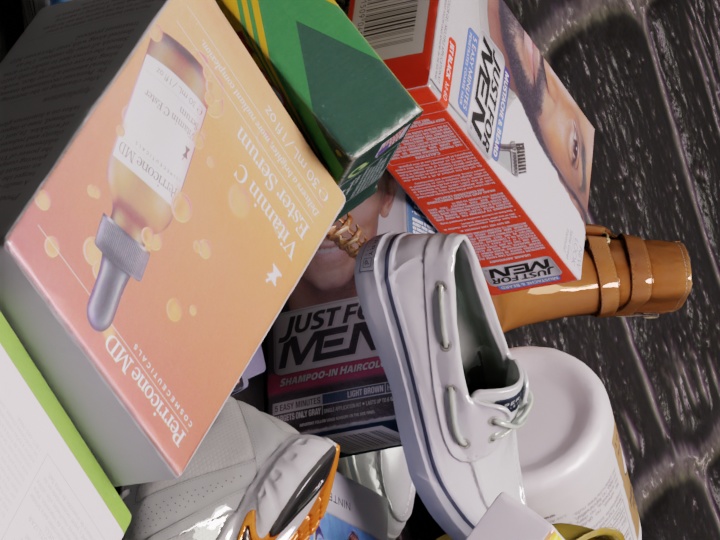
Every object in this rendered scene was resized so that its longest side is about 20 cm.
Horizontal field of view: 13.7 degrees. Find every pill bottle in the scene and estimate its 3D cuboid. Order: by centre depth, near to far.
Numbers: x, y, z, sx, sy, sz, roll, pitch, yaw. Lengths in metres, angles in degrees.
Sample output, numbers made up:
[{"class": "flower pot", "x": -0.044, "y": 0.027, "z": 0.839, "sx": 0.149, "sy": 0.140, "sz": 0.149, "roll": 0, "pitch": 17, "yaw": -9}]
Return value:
[{"class": "pill bottle", "x": 0.113, "y": 0.150, "z": 1.844, "sx": 0.201, "sy": 0.114, "sz": 0.115, "roll": 72, "pitch": 24, "yaw": -46}]

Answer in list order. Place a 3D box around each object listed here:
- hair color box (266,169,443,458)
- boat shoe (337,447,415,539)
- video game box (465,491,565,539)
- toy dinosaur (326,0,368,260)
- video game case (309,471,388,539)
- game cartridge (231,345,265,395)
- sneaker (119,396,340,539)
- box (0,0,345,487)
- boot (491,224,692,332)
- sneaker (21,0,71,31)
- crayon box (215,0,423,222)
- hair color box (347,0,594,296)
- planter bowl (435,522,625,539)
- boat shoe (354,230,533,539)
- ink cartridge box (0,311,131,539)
[{"class": "hair color box", "x": 0.000, "y": 0.000, "z": 1.715, "sx": 0.060, "sy": 0.100, "sz": 0.201, "roll": 27, "pitch": 57, "yaw": -54}, {"class": "boat shoe", "x": 0.022, "y": 0.062, "z": 1.770, "sx": 0.072, "sy": 0.068, "sz": 0.201, "roll": 38, "pitch": 48, "yaw": -53}, {"class": "video game box", "x": 0.063, "y": 0.241, "z": 1.615, "sx": 0.200, "sy": 0.047, "sz": 0.182, "roll": -53, "pitch": 147, "yaw": -7}, {"class": "toy dinosaur", "x": -0.060, "y": -0.098, "z": 1.647, "sx": 0.136, "sy": 0.102, "sz": 0.201, "roll": -31, "pitch": 110, "yaw": -55}, {"class": "video game case", "x": -0.044, "y": 0.198, "z": 1.616, "sx": 0.181, "sy": 0.045, "sz": 0.201, "roll": 32, "pitch": 53, "yaw": -55}, {"class": "game cartridge", "x": -0.114, "y": 0.016, "z": 1.561, "sx": 0.200, "sy": 0.038, "sz": 0.130, "roll": -22, "pitch": 96, "yaw": -63}, {"class": "sneaker", "x": -0.100, "y": 0.143, "z": 1.505, "sx": 0.200, "sy": 0.092, "sz": 0.076, "roll": -46, "pitch": 156, "yaw": -32}, {"class": "box", "x": -0.120, "y": -0.017, "z": 1.426, "sx": 0.153, "sy": 0.106, "sz": 0.200, "roll": 56, "pitch": 44, "yaw": -28}, {"class": "boot", "x": 0.126, "y": 0.012, "z": 1.846, "sx": 0.200, "sy": 0.154, "sz": 0.077, "roll": -57, "pitch": 151, "yaw": -82}, {"class": "sneaker", "x": -0.154, "y": -0.181, "z": 1.510, "sx": 0.072, "sy": 0.072, "sz": 0.201, "roll": -50, "pitch": 123, "yaw": -55}, {"class": "crayon box", "x": -0.060, "y": -0.124, "z": 1.533, "sx": 0.051, "sy": 0.127, "sz": 0.200, "roll": -36, "pitch": 82, "yaw": -20}, {"class": "hair color box", "x": 0.063, "y": -0.086, "z": 1.687, "sx": 0.200, "sy": 0.064, "sz": 0.111, "roll": 50, "pitch": 39, "yaw": -47}, {"class": "planter bowl", "x": 0.062, "y": 0.211, "z": 1.735, "sx": 0.200, "sy": 0.083, "sz": 0.201, "roll": -43, "pitch": 154, "yaw": -27}, {"class": "boat shoe", "x": 0.058, "y": 0.070, "z": 1.622, "sx": 0.074, "sy": 0.066, "sz": 0.201, "roll": -56, "pitch": 130, "yaw": -47}, {"class": "ink cartridge box", "x": -0.196, "y": 0.133, "z": 1.311, "sx": 0.148, "sy": 0.075, "sz": 0.201, "roll": 61, "pitch": 38, "yaw": -33}]
